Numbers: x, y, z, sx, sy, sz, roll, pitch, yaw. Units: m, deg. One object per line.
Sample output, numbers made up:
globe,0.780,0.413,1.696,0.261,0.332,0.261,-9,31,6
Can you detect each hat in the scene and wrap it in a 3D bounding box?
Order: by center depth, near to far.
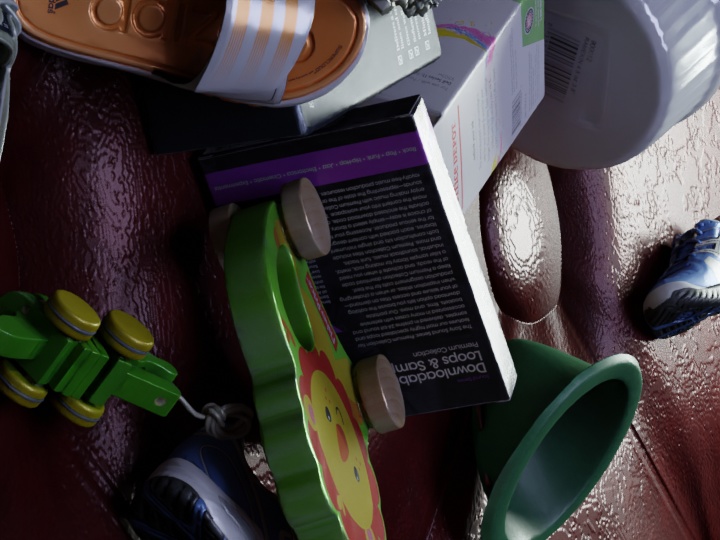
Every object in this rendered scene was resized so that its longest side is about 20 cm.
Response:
hat,0.090,0.079,1.799,0.201,0.176,0.165,-59,154,10

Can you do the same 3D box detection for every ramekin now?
ramekin,0.159,-0.170,1.798,0.098,0.200,0.201,-45,123,-46

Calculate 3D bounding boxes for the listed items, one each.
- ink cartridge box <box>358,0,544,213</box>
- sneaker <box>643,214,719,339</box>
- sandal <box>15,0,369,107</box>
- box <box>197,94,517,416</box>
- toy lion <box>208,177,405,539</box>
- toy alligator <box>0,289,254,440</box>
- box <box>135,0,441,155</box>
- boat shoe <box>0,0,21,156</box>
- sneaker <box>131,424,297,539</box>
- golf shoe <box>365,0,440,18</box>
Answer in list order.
ink cartridge box,0.053,-0.106,1.666,0.200,0.067,0.117,-55,153,-38
sneaker,0.284,0.004,2.125,0.077,0.076,0.200,61,29,6
sandal,-0.091,-0.131,1.357,0.059,0.206,0.080,-152,-112,-72
box,0.000,0.000,1.524,0.036,0.142,0.201,-61,137,-58
toy lion,-0.031,0.072,1.435,0.192,0.068,0.201,-81,151,-64
toy alligator,-0.139,0.048,1.346,0.200,0.059,0.054,23,20,-45
box,-0.050,-0.169,1.506,0.200,0.107,0.149,-34,114,-59
boat shoe,-0.201,-0.115,1.269,0.072,0.062,0.201,35,54,-54
sneaker,-0.056,0.176,1.441,0.077,0.075,0.201,-58,134,-43
golf shoe,0.022,-0.204,1.461,0.097,0.078,0.200,48,10,6
